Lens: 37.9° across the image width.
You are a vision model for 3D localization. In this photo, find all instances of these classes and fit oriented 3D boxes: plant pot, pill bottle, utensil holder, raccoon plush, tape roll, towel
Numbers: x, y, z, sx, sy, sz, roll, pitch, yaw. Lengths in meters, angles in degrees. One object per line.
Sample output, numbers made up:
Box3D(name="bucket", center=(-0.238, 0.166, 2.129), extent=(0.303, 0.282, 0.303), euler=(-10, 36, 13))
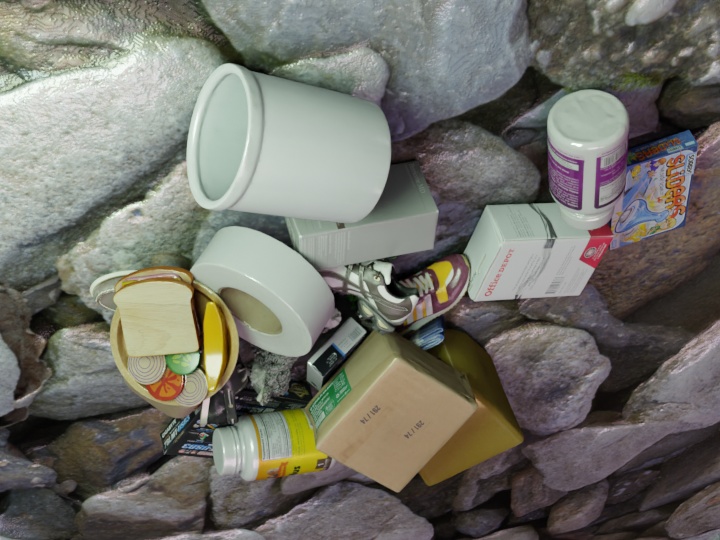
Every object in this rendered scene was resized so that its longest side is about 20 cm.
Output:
Box3D(name="plant pot", center=(0.136, 0.216, 1.805), extent=(0.193, 0.196, 0.200), euler=(-27, 141, 10))
Box3D(name="pill bottle", center=(-0.144, 0.293, 1.766), extent=(0.198, 0.110, 0.110), euler=(-4, 141, -22))
Box3D(name="pill bottle", center=(0.323, -0.151, 1.493), extent=(0.111, 0.113, 0.201), euler=(-18, 143, -2))
Box3D(name="utensil holder", center=(-0.085, -0.145, 1.269), extent=(0.199, 0.171, 0.170), euler=(7, 136, -33))
Box3D(name="raccoon plush", center=(-0.108, 0.133, 1.589), extent=(0.096, 0.135, 0.199), euler=(-13, -175, -38))
Box3D(name="tape roll", center=(-0.137, 0.031, 1.453), extent=(0.201, 0.071, 0.203), euler=(24, 152, 14))
Box3D(name="towel", center=(0.052, 0.135, 1.730), extent=(0.199, 0.024, 0.147), euler=(-28, -174, 7))

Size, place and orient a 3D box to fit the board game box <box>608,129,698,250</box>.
Box3D(name="board game box", center=(0.452, -0.123, 1.648), extent=(0.134, 0.035, 0.201), euler=(-18, 143, -2))

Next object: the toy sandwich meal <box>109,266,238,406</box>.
Box3D(name="toy sandwich meal", center=(-0.261, 0.095, 1.436), extent=(0.203, 0.070, 0.207), euler=(1, 102, 6))

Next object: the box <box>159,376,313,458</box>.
Box3D(name="box", center=(-0.214, 0.255, 1.815), extent=(0.199, 0.050, 0.199), euler=(14, 133, -37))

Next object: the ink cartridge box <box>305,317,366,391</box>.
Box3D(name="ink cartridge box", center=(-0.041, 0.138, 1.658), extent=(0.100, 0.039, 0.200), euler=(-46, 174, -12))

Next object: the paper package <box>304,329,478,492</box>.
Box3D(name="paper package", center=(0.046, 0.213, 1.624), extent=(0.190, 0.104, 0.200), euler=(33, 107, -27))

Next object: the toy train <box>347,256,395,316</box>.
Box3D(name="toy train", center=(0.022, -0.002, 1.590), extent=(0.041, 0.057, 0.201), euler=(-2, 140, -21))

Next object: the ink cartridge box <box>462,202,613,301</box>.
Box3D(name="ink cartridge box", center=(0.271, -0.030, 1.644), extent=(0.198, 0.084, 0.146), euler=(-2, 140, -21))

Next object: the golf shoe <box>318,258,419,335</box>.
Box3D(name="golf shoe", center=(0.000, 0.000, 1.523), extent=(0.200, 0.078, 0.094), euler=(38, 124, -15))

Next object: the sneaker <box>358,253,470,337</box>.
Box3D(name="sneaker", center=(0.085, 0.041, 1.657), extent=(0.090, 0.075, 0.200), euler=(16, 130, -45))

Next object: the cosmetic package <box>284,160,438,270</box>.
Box3D(name="cosmetic package", center=(0.000, -0.075, 1.448), extent=(0.198, 0.107, 0.091), euler=(-14, 143, -11))

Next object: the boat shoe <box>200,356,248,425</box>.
Box3D(name="boat shoe", center=(-0.203, 0.154, 1.612), extent=(0.067, 0.072, 0.201), euler=(9, 120, -8))

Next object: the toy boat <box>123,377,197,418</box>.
Box3D(name="toy boat", center=(-0.276, 0.136, 1.587), extent=(0.130, 0.131, 0.200), euler=(35, 157, -5))

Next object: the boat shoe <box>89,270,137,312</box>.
Box3D(name="boat shoe", center=(-0.289, 0.049, 1.511), extent=(0.199, 0.060, 0.072), euler=(10, 135, -34))
